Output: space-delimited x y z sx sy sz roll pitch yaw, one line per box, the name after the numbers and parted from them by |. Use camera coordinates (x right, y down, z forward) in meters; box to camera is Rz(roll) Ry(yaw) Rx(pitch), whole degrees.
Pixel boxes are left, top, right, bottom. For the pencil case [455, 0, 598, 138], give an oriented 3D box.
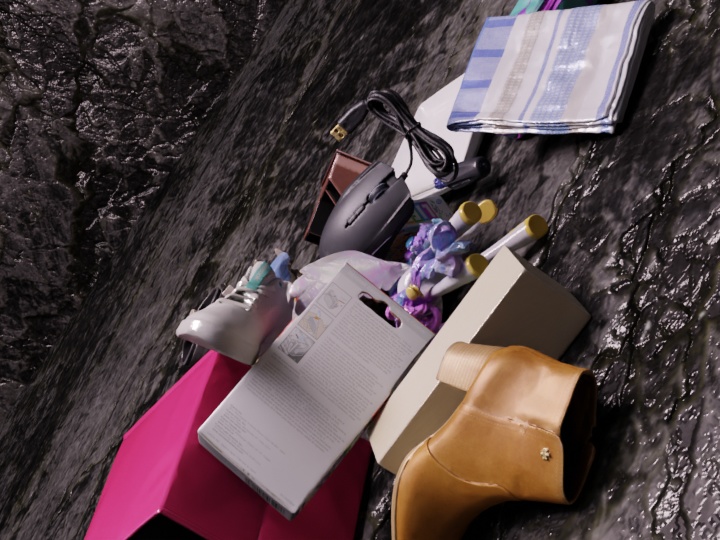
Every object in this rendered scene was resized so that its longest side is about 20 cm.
0.181 -0.240 1.323 0.201 0.084 0.092 -60 -13 -6 | pencil case

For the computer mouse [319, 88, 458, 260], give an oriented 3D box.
-0.004 -0.083 1.239 0.200 0.046 0.141 -51 63 28 | computer mouse

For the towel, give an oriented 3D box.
0.183 -0.197 1.215 0.198 0.024 0.148 4 65 41 | towel

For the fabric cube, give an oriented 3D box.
-0.130 0.236 1.176 0.196 0.199 0.200 -44 21 37 | fabric cube

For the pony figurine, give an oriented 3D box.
0.058 0.018 1.169 0.192 0.167 0.200 -30 -9 -44 | pony figurine

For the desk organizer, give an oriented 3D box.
-0.019 -0.076 1.500 0.200 0.071 0.078 131 160 -80 | desk organizer

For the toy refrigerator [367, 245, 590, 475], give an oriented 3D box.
0.095 0.086 1.038 0.201 0.076 0.070 -55 19 10 | toy refrigerator

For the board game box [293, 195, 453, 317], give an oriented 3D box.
0.000 0.000 1.358 0.200 0.034 0.134 -46 -18 32 | board game box

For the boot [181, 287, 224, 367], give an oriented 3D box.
-0.132 0.055 1.569 0.201 0.131 0.070 -62 18 -14 | boot

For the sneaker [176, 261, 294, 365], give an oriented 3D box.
-0.104 0.034 1.119 0.200 0.075 0.089 13 -80 -79 | sneaker

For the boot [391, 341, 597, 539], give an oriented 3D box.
0.101 0.157 0.930 0.143 0.070 0.204 16 93 50 | boot

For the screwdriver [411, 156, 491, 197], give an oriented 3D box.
0.072 -0.091 1.370 0.199 0.029 0.028 -16 74 51 | screwdriver

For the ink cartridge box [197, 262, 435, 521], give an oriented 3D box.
-0.037 0.103 1.083 0.200 0.109 0.050 -49 -9 -18 | ink cartridge box

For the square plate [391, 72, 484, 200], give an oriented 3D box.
0.097 -0.150 1.481 0.198 0.028 0.202 -26 37 57 | square plate

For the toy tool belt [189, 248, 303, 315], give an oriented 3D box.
-0.105 0.033 1.488 0.200 0.123 0.125 -49 4 -18 | toy tool belt
